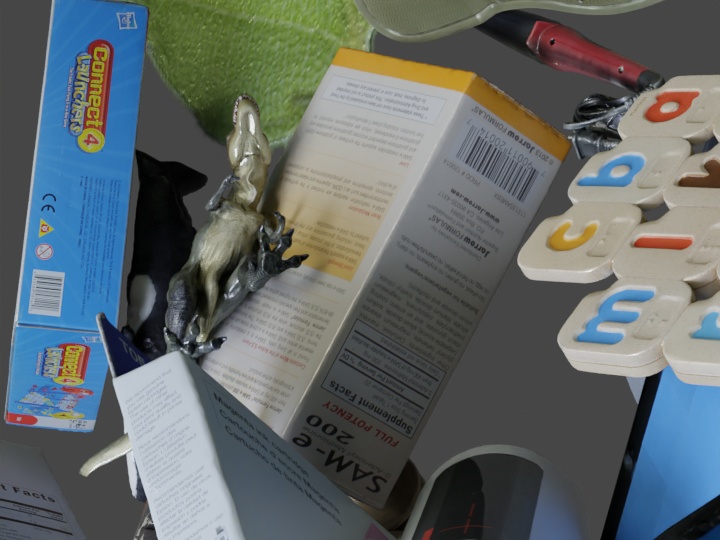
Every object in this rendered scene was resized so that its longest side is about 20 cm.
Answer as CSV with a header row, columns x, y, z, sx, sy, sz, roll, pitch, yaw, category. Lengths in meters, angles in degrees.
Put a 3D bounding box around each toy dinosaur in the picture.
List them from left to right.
x,y,z,sx,sy,sz,roll,pitch,yaw,category
-0.072,0.012,1.071,0.200,0.047,0.088,-65,18,-9,toy dinosaur

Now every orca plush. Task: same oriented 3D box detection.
x,y,z,sx,sy,sz,roll,pitch,yaw,category
-0.090,0.030,1.275,0.105,0.071,0.200,76,-166,-58,orca plush

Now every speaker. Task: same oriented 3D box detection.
x,y,z,sx,sy,sz,roll,pitch,yaw,category
0.049,0.129,0.896,0.081,0.081,0.200,-65,-4,11,speaker

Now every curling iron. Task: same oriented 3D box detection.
x,y,z,sx,sy,sz,roll,pitch,yaw,category
0.087,-0.102,1.078,0.050,0.026,0.200,-33,32,-5,curling iron

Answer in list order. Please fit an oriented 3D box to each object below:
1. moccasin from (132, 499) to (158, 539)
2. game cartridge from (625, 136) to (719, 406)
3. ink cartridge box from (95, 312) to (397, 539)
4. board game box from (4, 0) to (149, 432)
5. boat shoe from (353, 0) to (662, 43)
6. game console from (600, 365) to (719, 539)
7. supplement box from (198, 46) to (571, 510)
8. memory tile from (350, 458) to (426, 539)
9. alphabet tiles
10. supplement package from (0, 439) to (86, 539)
x,y,z,sx,sy,sz,roll,pitch,yaw,category
-0.078,0.119,1.184,0.078,0.074,0.202,83,-169,-66,moccasin
0.166,0.038,0.876,0.200,0.040,0.133,-124,45,-55,game cartridge
-0.021,0.121,0.942,0.043,0.196,0.200,-35,42,12,ink cartridge box
-0.167,-0.028,1.320,0.196,0.056,0.200,117,158,-69,board game box
0.087,-0.162,1.069,0.200,0.075,0.068,-4,43,37,boat shoe
0.096,0.126,0.841,0.118,0.171,0.200,32,127,31,game console
0.000,0.000,1.094,0.126,0.074,0.200,20,80,57,supplement box
-0.053,0.174,1.073,0.200,0.017,0.153,-23,46,11,memory tile
0.159,-0.031,0.845,0.196,0.015,0.200,4,45,46,alphabet tiles
-0.235,0.194,1.333,0.121,0.120,0.200,-62,34,16,supplement package
